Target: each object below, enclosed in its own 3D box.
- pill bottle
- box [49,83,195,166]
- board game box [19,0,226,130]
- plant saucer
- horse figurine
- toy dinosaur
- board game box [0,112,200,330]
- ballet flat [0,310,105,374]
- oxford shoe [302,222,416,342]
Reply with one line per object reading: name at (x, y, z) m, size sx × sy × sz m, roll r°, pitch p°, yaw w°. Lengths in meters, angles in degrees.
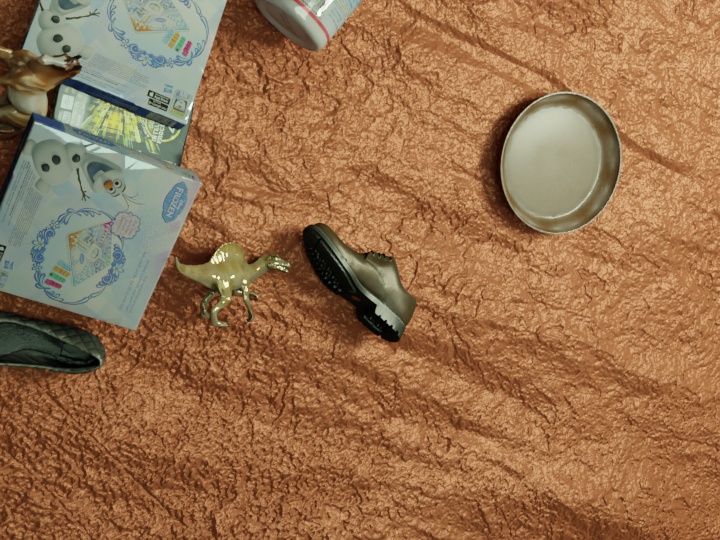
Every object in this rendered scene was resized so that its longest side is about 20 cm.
pill bottle at (-0.031, -0.376, 1.369) m, size 0.109 × 0.109 × 0.200 m, roll 42°, pitch 83°, yaw -24°
box at (-0.298, -0.126, 1.336) m, size 0.161 × 0.049 × 0.200 m, roll 13°, pitch 95°, yaw -22°
board game box at (-0.267, -0.291, 1.291) m, size 0.200 × 0.043 × 0.199 m, roll 21°, pitch 78°, yaw -22°
plant saucer at (0.279, -0.153, 1.586) m, size 0.200 × 0.032 × 0.201 m, roll -4°, pitch 102°, yaw -21°
horse figurine at (-0.387, -0.195, 1.232) m, size 0.132 × 0.200 × 0.050 m, roll 3°, pitch 63°, yaw -23°
toy dinosaur at (-0.176, 0.015, 1.400) m, size 0.200 × 0.058 × 0.101 m, roll -3°, pitch 104°, yaw -50°
board game box at (-0.314, -0.051, 1.280) m, size 0.199 × 0.043 × 0.200 m, roll 20°, pitch 105°, yaw -26°
ballet flat at (-0.401, 0.086, 1.328) m, size 0.200 × 0.057 × 0.067 m, roll 7°, pitch 97°, yaw -24°
oxford shoe at (0.000, 0.000, 1.484) m, size 0.200 × 0.073 × 0.084 m, roll 48°, pitch 64°, yaw -25°
